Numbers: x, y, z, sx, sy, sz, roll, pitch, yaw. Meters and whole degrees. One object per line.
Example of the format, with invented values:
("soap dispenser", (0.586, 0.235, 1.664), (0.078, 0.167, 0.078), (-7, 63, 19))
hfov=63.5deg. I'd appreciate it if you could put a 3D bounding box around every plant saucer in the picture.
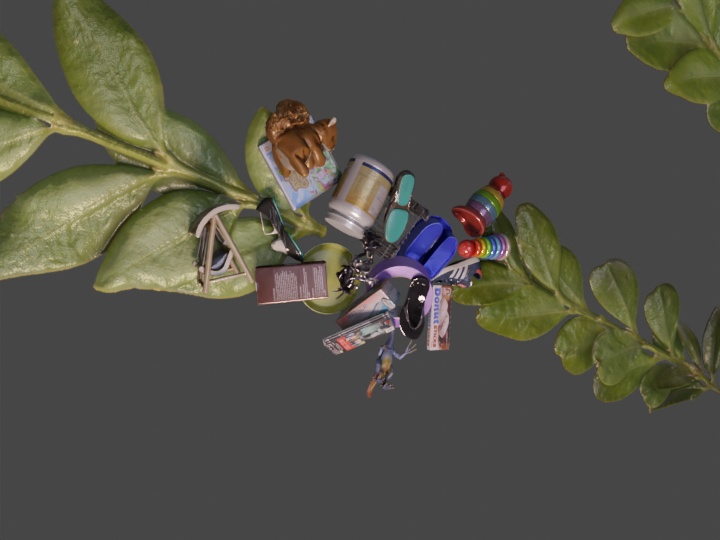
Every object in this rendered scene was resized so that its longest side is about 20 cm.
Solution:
("plant saucer", (-0.095, 0.023, 1.686), (0.195, 0.031, 0.206), (-1, 94, -21))

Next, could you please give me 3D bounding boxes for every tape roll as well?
("tape roll", (0.112, 0.063, 1.704), (0.194, 0.066, 0.205), (0, 117, 1))

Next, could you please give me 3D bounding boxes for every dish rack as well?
("dish rack", (0.090, -0.135, 1.700), (0.152, 0.055, 0.202), (35, 88, 21))

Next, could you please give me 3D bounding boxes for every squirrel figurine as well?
("squirrel figurine", (-0.152, -0.370, 1.558), (0.186, 0.141, 0.202), (-39, 108, -21))

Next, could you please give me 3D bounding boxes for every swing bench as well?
("swing bench", (-0.366, -0.063, 1.481), (0.127, 0.198, 0.205), (-13, 98, -20))

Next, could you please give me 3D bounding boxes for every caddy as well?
("caddy", (0.198, -0.068, 1.754), (0.141, 0.105, 0.201), (39, 96, -16))

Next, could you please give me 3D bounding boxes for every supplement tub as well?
("supplement tub", (-0.005, -0.207, 1.643), (0.143, 0.144, 0.203), (29, 84, -21))

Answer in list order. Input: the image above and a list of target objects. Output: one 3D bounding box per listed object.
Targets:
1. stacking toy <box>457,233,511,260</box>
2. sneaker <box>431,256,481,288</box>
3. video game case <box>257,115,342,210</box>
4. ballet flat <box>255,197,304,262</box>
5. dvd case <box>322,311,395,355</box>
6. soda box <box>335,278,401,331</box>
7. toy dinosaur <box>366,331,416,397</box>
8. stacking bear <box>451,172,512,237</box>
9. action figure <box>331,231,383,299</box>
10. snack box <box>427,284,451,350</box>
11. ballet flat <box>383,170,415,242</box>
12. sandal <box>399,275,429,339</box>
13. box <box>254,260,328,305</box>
("stacking toy", (0.377, -0.070, 1.813), (0.196, 0.085, 0.088), (-4, 96, -36))
("sneaker", (0.298, 0.023, 1.814), (0.196, 0.075, 0.086), (-19, 88, -19))
("video game case", (-0.165, -0.302, 1.638), (0.180, 0.022, 0.203), (-34, 105, -16))
("ballet flat", (-0.227, -0.102, 1.610), (0.067, 0.068, 0.203), (-29, 94, -7))
("dvd case", (0.000, 0.181, 1.652), (0.196, 0.146, 0.022), (-23, 68, 4))
("soda box", (0.021, 0.109, 1.653), (0.069, 0.199, 0.064), (46, 35, -9))
("toy dinosaur", (0.065, 0.254, 1.747), (0.104, 0.199, 0.185), (31, 44, -30))
("stacking bear", (0.402, -0.218, 1.828), (0.200, 0.113, 0.122), (-47, 108, -17))
("action figure", (0.000, 0.000, 1.627), (0.100, 0.120, 0.202), (20, 114, -28))
("snack box", (0.249, 0.148, 1.835), (0.070, 0.024, 0.206), (1, 94, -22))
("ballet flat", (0.106, -0.181, 1.629), (0.066, 0.068, 0.204), (12, 106, -21))
("sandal", (0.154, 0.113, 1.669), (0.074, 0.043, 0.205), (3, 117, -2))
("box", (-0.188, 0.033, 1.601), (0.195, 0.075, 0.103), (-5, 96, -6))
